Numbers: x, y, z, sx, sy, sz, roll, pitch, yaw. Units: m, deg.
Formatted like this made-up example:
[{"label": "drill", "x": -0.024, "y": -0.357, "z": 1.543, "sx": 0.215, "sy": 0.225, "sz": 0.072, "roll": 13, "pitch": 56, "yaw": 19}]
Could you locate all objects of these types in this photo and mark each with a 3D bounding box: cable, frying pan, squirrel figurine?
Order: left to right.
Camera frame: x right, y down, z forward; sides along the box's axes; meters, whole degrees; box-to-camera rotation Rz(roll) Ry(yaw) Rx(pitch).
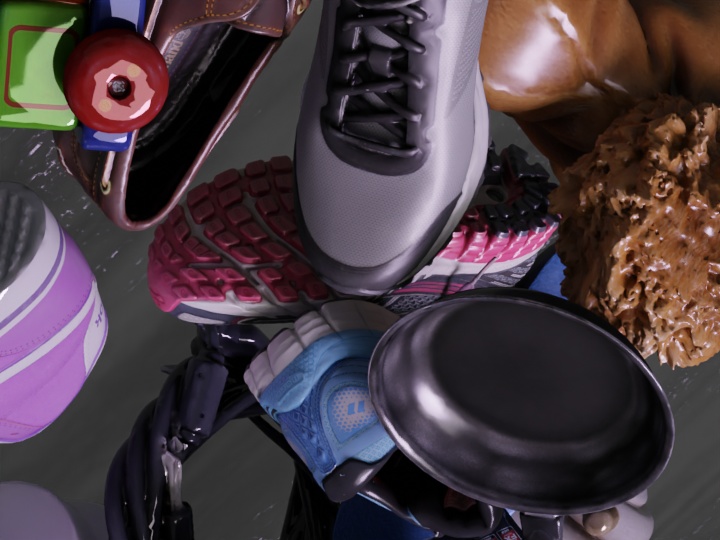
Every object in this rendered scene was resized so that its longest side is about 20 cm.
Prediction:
[{"label": "cable", "x": -0.050, "y": 0.119, "z": 0.949, "sx": 0.051, "sy": 0.164, "sz": 0.200, "roll": 2, "pitch": 153, "yaw": 23}, {"label": "frying pan", "x": 0.079, "y": 0.073, "z": 0.788, "sx": 0.115, "sy": 0.031, "sz": 0.190, "roll": -15, "pitch": 127, "yaw": 33}, {"label": "squirrel figurine", "x": 0.109, "y": -0.061, "z": 0.817, "sx": 0.141, "sy": 0.200, "sz": 0.186, "roll": -40, "pitch": 142, "yaw": 21}]

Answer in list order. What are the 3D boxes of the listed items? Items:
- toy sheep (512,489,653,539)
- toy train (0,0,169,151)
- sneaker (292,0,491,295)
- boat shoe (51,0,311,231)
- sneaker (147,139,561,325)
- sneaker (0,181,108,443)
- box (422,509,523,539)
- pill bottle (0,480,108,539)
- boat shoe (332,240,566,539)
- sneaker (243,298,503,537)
[{"label": "toy sheep", "x": 0.087, "y": 0.137, "z": 1.086, "sx": 0.200, "sy": 0.138, "sz": 0.138, "roll": -47, "pitch": 143, "yaw": 8}, {"label": "toy train", "x": -0.116, "y": -0.142, "z": 0.664, "sx": 0.115, "sy": 0.085, "sz": 0.201, "roll": 2, "pitch": 109, "yaw": -17}, {"label": "sneaker", "x": 0.012, "y": -0.089, "z": 0.734, "sx": 0.079, "sy": 0.074, "sz": 0.201, "roll": -16, "pitch": 121, "yaw": -68}, {"label": "boat shoe", "x": -0.046, "y": -0.103, "z": 0.755, "sx": 0.070, "sy": 0.070, "sz": 0.200, "roll": 9, "pitch": 125, "yaw": -38}, {"label": "sneaker", "x": 0.000, "y": 0.000, "z": 0.900, "sx": 0.199, "sy": 0.081, "sz": 0.075, "roll": -7, "pitch": 138, "yaw": -34}, {"label": "sneaker", "x": -0.188, "y": 0.059, "z": 0.829, "sx": 0.200, "sy": 0.073, "sz": 0.114, "roll": -30, "pitch": 149, "yaw": -4}, {"label": "box", "x": -0.022, "y": 0.194, "z": 0.920, "sx": 0.159, "sy": 0.046, "sz": 0.200, "roll": -16, "pitch": 152, "yaw": -40}, {"label": "pill bottle", "x": -0.123, "y": 0.174, "z": 0.978, "sx": 0.109, "sy": 0.109, "sz": 0.200, "roll": -35, "pitch": 144, "yaw": 2}, {"label": "boat shoe", "x": 0.066, "y": 0.069, "z": 0.993, "sx": 0.200, "sy": 0.084, "sz": 0.069, "roll": -46, "pitch": -177, "yaw": 5}, {"label": "sneaker", "x": 0.040, "y": 0.079, "z": 0.877, "sx": 0.199, "sy": 0.090, "sz": 0.078, "roll": 12, "pitch": 134, "yaw": -42}]
